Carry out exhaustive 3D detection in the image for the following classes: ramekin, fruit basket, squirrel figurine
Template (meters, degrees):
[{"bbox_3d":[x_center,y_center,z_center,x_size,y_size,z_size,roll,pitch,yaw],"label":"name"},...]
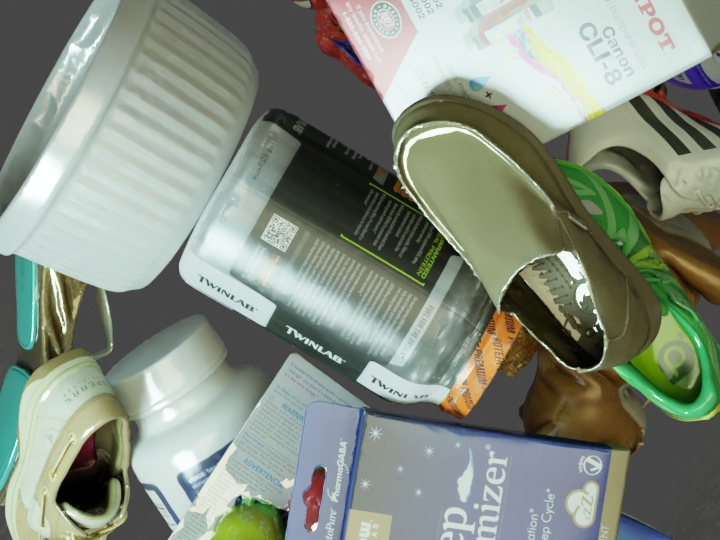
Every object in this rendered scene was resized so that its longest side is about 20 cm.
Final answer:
[{"bbox_3d":[-0.146,-0.083,1.409,0.104,0.200,0.201,28,97,-14],"label":"ramekin"},{"bbox_3d":[-0.029,0.185,1.430,0.185,0.094,0.201,35,77,-14],"label":"fruit basket"},{"bbox_3d":[0.139,0.035,1.504,0.199,0.142,0.188,22,110,-12],"label":"squirrel figurine"}]

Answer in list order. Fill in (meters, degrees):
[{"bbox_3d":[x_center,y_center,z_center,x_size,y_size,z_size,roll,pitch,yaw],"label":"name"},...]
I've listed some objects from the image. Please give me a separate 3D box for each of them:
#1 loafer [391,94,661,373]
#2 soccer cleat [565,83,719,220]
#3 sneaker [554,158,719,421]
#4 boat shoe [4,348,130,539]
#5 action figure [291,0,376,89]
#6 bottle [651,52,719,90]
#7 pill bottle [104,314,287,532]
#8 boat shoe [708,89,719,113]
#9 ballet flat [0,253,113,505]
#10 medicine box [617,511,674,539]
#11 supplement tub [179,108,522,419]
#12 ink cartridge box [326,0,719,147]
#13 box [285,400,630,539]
[{"bbox_3d":[0.094,-0.020,1.303,0.200,0.067,0.076,43,120,-1],"label":"loafer"},{"bbox_3d":[0.226,-0.063,1.443,0.198,0.069,0.086,20,67,5],"label":"soccer cleat"},{"bbox_3d":[0.159,0.009,1.380,0.074,0.084,0.200,-42,92,5],"label":"sneaker"},{"bbox_3d":[-0.186,0.143,1.471,0.074,0.066,0.201,-27,144,-28],"label":"boat shoe"},{"bbox_3d":[0.039,-0.141,1.494,0.199,0.052,0.066,28,102,-8],"label":"action figure"},{"bbox_3d":[0.223,-0.159,1.448,0.199,0.065,0.084,-9,123,37],"label":"bottle"},{"bbox_3d":[-0.084,0.134,1.502,0.110,0.111,0.201,-32,103,1],"label":"pill bottle"},{"bbox_3d":[0.290,-0.114,1.517,0.073,0.075,0.202,-24,95,-33],"label":"boat shoe"},{"bbox_3d":[-0.202,0.061,1.508,0.072,0.068,0.202,5,97,-26],"label":"ballet flat"},{"bbox_3d":[0.113,0.257,1.476,0.102,0.182,0.202,21,77,2],"label":"medicine box"},{"bbox_3d":[0.000,0.000,1.375,0.199,0.123,0.123,31,97,-1],"label":"supplement tub"},{"bbox_3d":[0.113,-0.165,1.358,0.199,0.145,0.146,-27,97,27],"label":"ink cartridge box"},{"bbox_3d":[0.056,0.153,1.366,0.198,0.032,0.122,9,92,-4],"label":"box"}]
